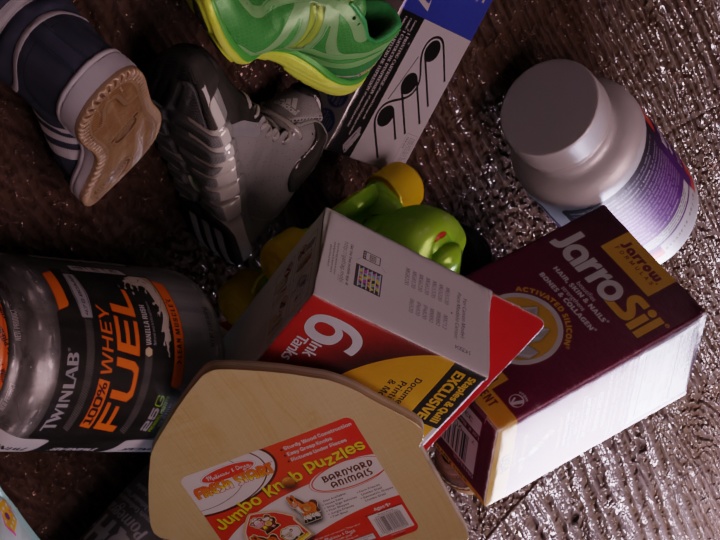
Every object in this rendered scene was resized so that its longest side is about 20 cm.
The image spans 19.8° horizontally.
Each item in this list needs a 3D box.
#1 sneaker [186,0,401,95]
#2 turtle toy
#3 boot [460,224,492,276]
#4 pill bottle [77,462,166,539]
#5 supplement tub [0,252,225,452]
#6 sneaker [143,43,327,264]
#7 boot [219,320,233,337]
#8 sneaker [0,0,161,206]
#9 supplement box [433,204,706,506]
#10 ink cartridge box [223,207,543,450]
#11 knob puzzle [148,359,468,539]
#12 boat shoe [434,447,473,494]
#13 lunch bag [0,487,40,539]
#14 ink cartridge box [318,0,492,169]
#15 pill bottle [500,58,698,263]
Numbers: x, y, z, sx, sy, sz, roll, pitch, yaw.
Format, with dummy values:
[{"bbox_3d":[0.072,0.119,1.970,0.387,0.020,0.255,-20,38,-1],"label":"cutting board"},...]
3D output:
[{"bbox_3d":[-0.045,-0.172,1.322,0.083,0.074,0.199,-41,155,22],"label":"sneaker"},{"bbox_3d":[0.000,0.000,1.435,0.145,0.101,0.200,-34,177,-34],"label":"turtle toy"},{"bbox_3d":[0.100,0.040,1.664,0.162,0.073,0.199,-10,132,-41],"label":"boot"},{"bbox_3d":[-0.163,0.230,1.484,0.200,0.110,0.111,-47,143,-11],"label":"pill bottle"},{"bbox_3d":[-0.191,0.053,1.304,0.199,0.122,0.123,5,114,-50],"label":"supplement tub"},{"bbox_3d":[-0.076,-0.103,1.365,0.115,0.075,0.201,-44,153,-23],"label":"sneaker"},{"bbox_3d":[-0.037,0.093,1.519,0.200,0.075,0.107,49,61,-21],"label":"boot"},{"bbox_3d":[-0.182,-0.112,1.242,0.070,0.108,0.200,-47,173,-13],"label":"sneaker"},{"bbox_3d":[0.138,0.062,1.542,0.199,0.131,0.104,-27,147,-24],"label":"supplement box"},{"bbox_3d":[0.000,0.081,1.371,0.174,0.084,0.200,25,132,-16],"label":"ink cartridge box"},{"bbox_3d":[-0.049,0.126,1.338,0.217,0.031,0.221,0,127,0],"label":"knob puzzle"},{"bbox_3d":[0.138,0.097,1.642,0.200,0.070,0.070,-48,154,-7],"label":"boat shoe"},{"bbox_3d":[-0.254,0.195,1.279,0.122,0.200,0.171,-42,141,-15],"label":"lunch bag"},{"bbox_3d":[0.035,-0.172,1.447,0.094,0.044,0.201,15,106,-54],"label":"ink cartridge box"},{"bbox_3d":[0.185,-0.085,1.629,0.112,0.111,0.200,-53,144,-2],"label":"pill bottle"}]
